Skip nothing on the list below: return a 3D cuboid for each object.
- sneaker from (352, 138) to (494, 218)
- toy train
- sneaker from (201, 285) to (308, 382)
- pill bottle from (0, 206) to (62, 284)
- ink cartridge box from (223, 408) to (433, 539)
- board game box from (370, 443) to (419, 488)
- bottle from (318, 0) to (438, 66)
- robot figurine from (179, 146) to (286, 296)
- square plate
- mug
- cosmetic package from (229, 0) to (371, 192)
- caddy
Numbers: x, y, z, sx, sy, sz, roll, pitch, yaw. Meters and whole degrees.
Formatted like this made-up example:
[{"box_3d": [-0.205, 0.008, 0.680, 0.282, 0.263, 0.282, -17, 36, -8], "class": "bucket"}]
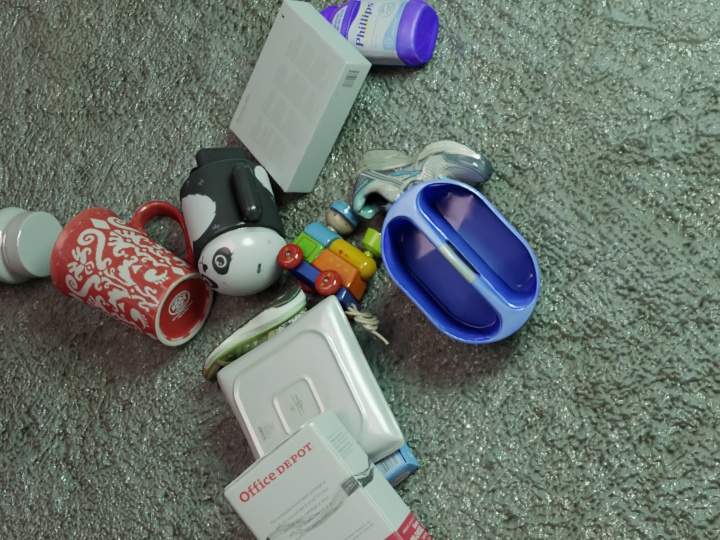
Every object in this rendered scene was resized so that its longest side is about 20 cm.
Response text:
[{"box_3d": [0.074, -0.098, 1.607, 0.199, 0.078, 0.087, -5, 55, 41], "class": "sneaker"}, {"box_3d": [0.000, 0.000, 1.637, 0.199, 0.085, 0.116, 33, 80, 34], "class": "toy train"}, {"box_3d": [-0.124, 0.105, 1.684, 0.200, 0.077, 0.089, -37, 91, 35], "class": "sneaker"}, {"box_3d": [-0.540, -0.036, 1.963, 0.199, 0.114, 0.115, -1, 75, 32], "class": "pill bottle"}, {"box_3d": [-0.037, 0.280, 1.514, 0.145, 0.083, 0.200, -39, 86, 18], "class": "ink cartridge box"}, {"box_3d": [-0.037, 0.202, 1.617, 0.151, 0.037, 0.201, -42, 59, 15], "class": "board game box"}, {"box_3d": [0.004, -0.311, 1.731, 0.199, 0.065, 0.084, 9, 79, 34], "class": "bottle"}, {"box_3d": [-0.168, -0.064, 1.727, 0.124, 0.150, 0.201, -23, 63, 10], "class": "robot figurine"}, {"box_3d": [-0.068, 0.164, 1.587, 0.197, 0.028, 0.201, -33, 72, 22], "class": "square plate"}, {"box_3d": [-0.296, -0.006, 1.792, 0.199, 0.133, 0.179, 27, 92, 32], "class": "mug"}, {"box_3d": [-0.082, -0.226, 1.729, 0.151, 0.051, 0.201, 48, 124, 31], "class": "cosmetic package"}, {"box_3d": [0.115, -0.011, 1.507, 0.141, 0.105, 0.200, -45, 85, 11], "class": "caddy"}]
